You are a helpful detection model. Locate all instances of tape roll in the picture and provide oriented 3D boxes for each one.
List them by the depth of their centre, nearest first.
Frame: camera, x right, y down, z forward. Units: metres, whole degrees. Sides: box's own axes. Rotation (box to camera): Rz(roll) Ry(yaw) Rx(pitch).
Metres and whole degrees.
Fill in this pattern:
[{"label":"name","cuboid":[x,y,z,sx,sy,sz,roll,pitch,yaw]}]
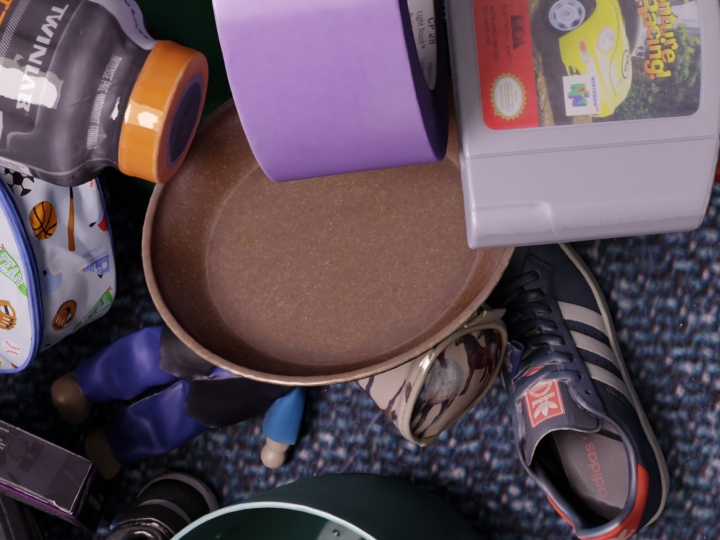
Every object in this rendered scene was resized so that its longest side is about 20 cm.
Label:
[{"label":"tape roll","cuboid":[-0.013,-0.147,0.940,0.084,0.200,0.201,-8,97,9]}]

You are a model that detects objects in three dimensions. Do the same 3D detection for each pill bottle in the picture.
[{"label":"pill bottle","cuboid":[-0.181,-0.108,1.007,0.199,0.106,0.107,18,107,7]}]

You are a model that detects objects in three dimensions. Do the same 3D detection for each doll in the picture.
[{"label":"doll","cuboid":[-0.085,0.062,1.167,0.199,0.048,0.137,-26,98,27]}]

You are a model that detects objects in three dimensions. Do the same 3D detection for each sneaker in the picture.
[{"label":"sneaker","cuboid":[0.104,0.057,1.065,0.075,0.084,0.201,-31,87,25]},{"label":"sneaker","cuboid":[-0.150,0.227,1.188,0.073,0.112,0.201,18,107,11]}]

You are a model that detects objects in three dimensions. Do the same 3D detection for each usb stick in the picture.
[{"label":"usb stick","cuboid":[-0.200,0.186,1.177,0.032,0.200,0.056,-7,107,-16]}]

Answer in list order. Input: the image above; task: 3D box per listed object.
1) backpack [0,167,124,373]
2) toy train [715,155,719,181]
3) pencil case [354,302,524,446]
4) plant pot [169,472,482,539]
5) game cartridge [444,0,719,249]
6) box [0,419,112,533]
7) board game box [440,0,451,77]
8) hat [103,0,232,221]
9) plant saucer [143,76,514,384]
[{"label":"backpack","cuboid":[-0.235,-0.027,1.118,0.190,0.154,0.201,4,124,33]},{"label":"toy train","cuboid":[0.140,-0.114,0.993,0.150,0.056,0.201,-28,83,-4]},{"label":"pencil case","cuboid":[0.000,0.000,1.069,0.200,0.078,0.090,46,110,33]},{"label":"plant pot","cuboid":[-0.006,0.204,1.099,0.200,0.161,0.202,5,103,22]},{"label":"game cartridge","cuboid":[0.108,-0.115,0.949,0.132,0.041,0.201,-5,83,-5]},{"label":"box","cuboid":[-0.218,0.105,1.128,0.142,0.200,0.036,24,77,0]},{"label":"board game box","cuboid":[0.109,-0.119,1.044,0.199,0.034,0.136,-1,100,16]},{"label":"hat","cuboid":[-0.148,-0.102,1.090,0.200,0.176,0.166,36,110,13]},{"label":"plant saucer","cuboid":[-0.012,-0.021,1.005,0.199,0.037,0.201,-7,56,10]}]
